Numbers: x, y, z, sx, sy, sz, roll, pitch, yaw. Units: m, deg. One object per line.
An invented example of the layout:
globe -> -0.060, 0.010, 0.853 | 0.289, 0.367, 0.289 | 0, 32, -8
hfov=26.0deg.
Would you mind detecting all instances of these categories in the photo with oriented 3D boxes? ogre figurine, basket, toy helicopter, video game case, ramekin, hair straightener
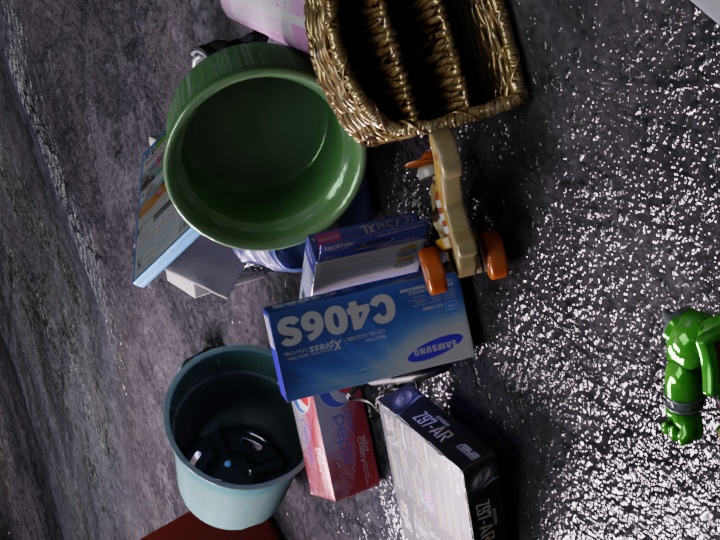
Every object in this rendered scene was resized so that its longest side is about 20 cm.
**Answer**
ogre figurine -> 0.300, 0.086, 1.182 | 0.120, 0.098, 0.200 | 69, 166, -17
basket -> 0.040, -0.223, 1.436 | 0.149, 0.143, 0.200 | -5, 101, 62
toy helicopter -> 0.083, -0.076, 1.466 | 0.200, 0.079, 0.132 | 79, 176, -60
video game case -> -0.209, -0.095, 1.767 | 0.143, 0.018, 0.200 | -40, 38, 37
ramekin -> -0.100, -0.128, 1.551 | 0.098, 0.200, 0.200 | -110, 19, -56
hair straightener -> 0.039, 0.130, 1.733 | 0.200, 0.041, 0.077 | -31, 78, 56

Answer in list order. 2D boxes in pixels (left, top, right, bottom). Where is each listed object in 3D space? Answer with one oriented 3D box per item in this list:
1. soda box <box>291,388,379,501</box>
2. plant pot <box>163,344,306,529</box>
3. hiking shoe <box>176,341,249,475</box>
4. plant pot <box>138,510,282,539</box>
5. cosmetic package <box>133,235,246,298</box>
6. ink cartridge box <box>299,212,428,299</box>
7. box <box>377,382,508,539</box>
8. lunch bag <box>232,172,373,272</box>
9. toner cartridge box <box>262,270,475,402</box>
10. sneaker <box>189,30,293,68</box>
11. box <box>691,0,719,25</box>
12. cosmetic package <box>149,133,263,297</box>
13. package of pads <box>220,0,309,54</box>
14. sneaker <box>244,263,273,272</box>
soda box -> -0.037, 0.170, 1.867 | 0.063, 0.070, 0.200 | 1, 105, 60
plant pot -> -0.157, 0.230, 2.010 | 0.200, 0.200, 0.196 | 59, 157, 25
hiking shoe -> -0.205, 0.207, 2.188 | 0.200, 0.074, 0.087 | 67, 152, 12
plant pot -> -0.192, 0.455, 2.194 | 0.176, 0.200, 0.200 | 40, 139, 30
cosmetic package -> -0.164, -0.083, 1.815 | 0.200, 0.113, 0.081 | -61, 29, 2
ink cartridge box -> 0.000, 0.000, 1.616 | 0.200, 0.119, 0.042 | 102, 152, -61
box -> 0.092, 0.241, 1.664 | 0.160, 0.043, 0.200 | 36, 145, 50
lunch bag -> -0.067, -0.101, 1.705 | 0.132, 0.136, 0.200 | 7, 110, 60
toner cartridge box -> 0.009, 0.063, 1.585 | 0.043, 0.200, 0.095 | -143, 39, -77
sneaker -> -0.127, -0.231, 1.706 | 0.200, 0.114, 0.076 | -102, -1, -77
box -> 0.291, -0.208, 0.927 | 0.177, 0.200, 0.097 | 50, 144, 36
cosmetic package -> -0.195, -0.080, 1.982 | 0.085, 0.108, 0.200 | 26, 128, 54
package of pads -> -0.048, -0.278, 1.591 | 0.200, 0.120, 0.076 | 31, 129, 51
sneaker -> -0.103, -0.049, 1.887 | 0.200, 0.078, 0.086 | -22, 73, 55
